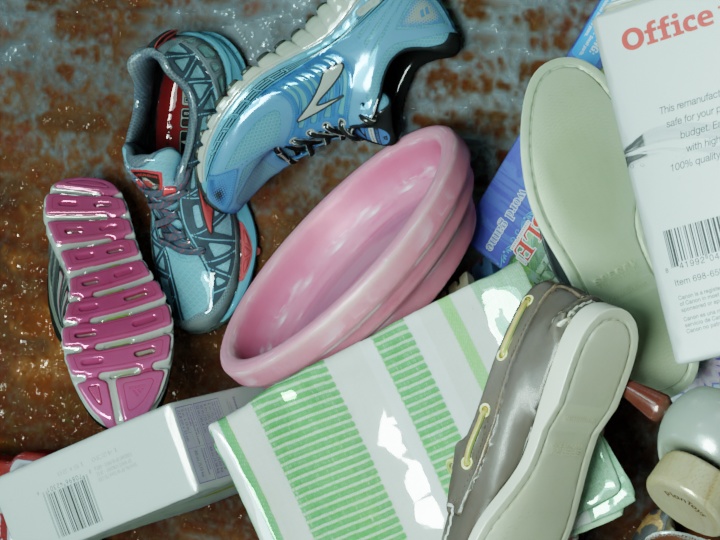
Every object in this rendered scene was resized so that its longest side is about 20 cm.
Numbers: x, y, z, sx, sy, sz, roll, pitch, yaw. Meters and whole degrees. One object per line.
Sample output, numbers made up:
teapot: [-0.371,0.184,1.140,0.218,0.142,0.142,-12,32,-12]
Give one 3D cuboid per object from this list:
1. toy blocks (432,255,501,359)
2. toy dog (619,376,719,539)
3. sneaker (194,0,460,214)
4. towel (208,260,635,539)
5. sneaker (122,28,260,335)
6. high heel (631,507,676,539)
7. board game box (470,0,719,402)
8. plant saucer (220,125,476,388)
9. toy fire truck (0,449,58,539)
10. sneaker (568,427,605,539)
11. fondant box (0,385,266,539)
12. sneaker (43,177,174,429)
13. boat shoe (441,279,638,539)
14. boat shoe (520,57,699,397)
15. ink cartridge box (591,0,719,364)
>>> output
toy blocks: [0.030,0.066,1.326,0.100,0.137,0.200,38,112,-23]
toy dog: [0.195,0.118,1.201,0.096,0.132,0.200,29,140,36]
sneaker: [-0.020,-0.103,1.363,0.200,0.078,0.090,-44,77,10]
towel: [0.033,0.106,1.216,0.200,0.023,0.153,-26,85,-2]
sneaker: [-0.125,-0.057,1.429,0.079,0.095,0.201,-3,90,31]
high heel: [0.113,0.217,1.319,0.142,0.071,0.201,21,106,29]
board game box: [0.186,-0.046,1.280,0.199,0.041,0.200,38,110,23]
plant saucer: [0.000,0.000,1.324,0.051,0.201,0.200,43,117,-16]
toy fire truck: [-0.259,0.219,1.496,0.168,0.112,0.201,2,90,38]
sneaker: [0.101,0.171,1.287,0.105,0.200,0.075,44,151,-2]
fondant box: [-0.110,0.119,1.368,0.144,0.200,0.058,-24,84,29]
sneaker: [-0.166,0.034,1.444,0.088,0.073,0.200,91,163,-51]
boat shoe: [0.082,0.103,1.176,0.059,0.072,0.201,28,99,43]
boat shoe: [0.139,-0.022,1.248,0.074,0.066,0.200,-24,88,-4]
ink cartridge box: [0.225,-0.064,1.184,0.144,0.084,0.201,-16,85,30]
